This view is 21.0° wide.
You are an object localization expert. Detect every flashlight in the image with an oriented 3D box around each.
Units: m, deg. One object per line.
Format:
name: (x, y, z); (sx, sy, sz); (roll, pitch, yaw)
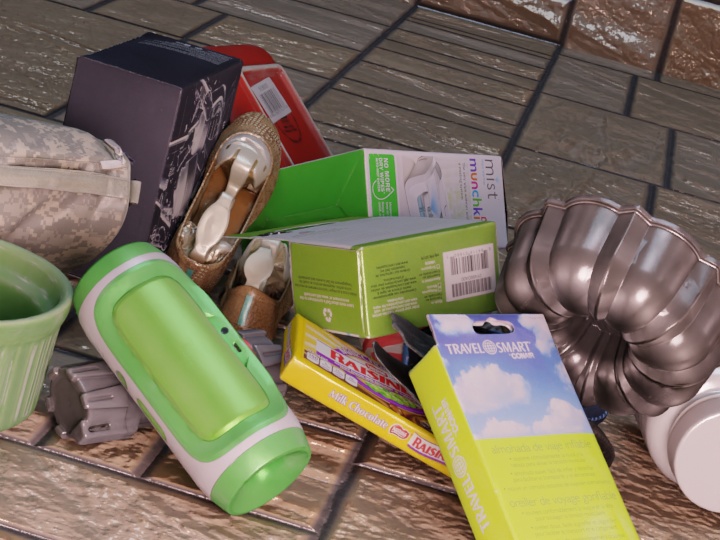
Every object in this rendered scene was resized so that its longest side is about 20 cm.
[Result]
flashlight: (-0.147, 0.085, 1.473); (0.199, 0.068, 0.068); (-4, 9, -44)

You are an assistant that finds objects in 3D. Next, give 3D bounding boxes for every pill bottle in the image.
pill bottle: (0.291, 0.121, 1.630); (0.114, 0.115, 0.200); (13, 17, -5)

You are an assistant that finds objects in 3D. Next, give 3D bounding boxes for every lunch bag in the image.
lunch bag: (-0.303, -0.062, 1.591); (0.199, 0.140, 0.167); (5, -10, -39)

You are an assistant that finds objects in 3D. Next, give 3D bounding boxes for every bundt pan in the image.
bundt pan: (0.192, 0.039, 1.517); (0.201, 0.202, 0.076); (20, 53, 19)

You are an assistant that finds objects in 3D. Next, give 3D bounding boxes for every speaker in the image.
speaker: (-0.122, 0.075, 1.383); (0.088, 0.089, 0.200); (-9, 53, -52)

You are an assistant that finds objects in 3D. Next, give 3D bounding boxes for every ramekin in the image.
ramekin: (-0.316, 0.043, 1.414); (0.199, 0.098, 0.200); (13, 17, -4)

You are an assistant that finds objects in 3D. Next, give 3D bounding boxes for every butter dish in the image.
butter dish: (-0.132, -0.123, 2.033); (0.200, 0.147, 0.200); (61, 20, 2)

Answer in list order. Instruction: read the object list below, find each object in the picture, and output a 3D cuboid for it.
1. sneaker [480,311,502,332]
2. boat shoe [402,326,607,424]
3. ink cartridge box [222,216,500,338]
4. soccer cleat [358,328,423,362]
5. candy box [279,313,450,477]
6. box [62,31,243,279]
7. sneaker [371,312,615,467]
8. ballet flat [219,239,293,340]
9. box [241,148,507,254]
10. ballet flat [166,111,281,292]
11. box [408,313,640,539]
sneaker: (0.092, 0.048, 1.811); (0.200, 0.073, 0.114); (19, -3, 34)
boat shoe: (0.132, 0.093, 1.618); (0.199, 0.069, 0.085); (12, 54, -29)
ink cartridge box: (0.000, 0.000, 1.628); (0.147, 0.076, 0.200); (-11, 10, -36)
soccer cleat: (0.091, 0.090, 1.679); (0.199, 0.068, 0.073); (15, 44, -26)
candy box: (0.028, 0.107, 1.517); (0.199, 0.026, 0.102); (31, 13, -10)
box: (-0.202, -0.102, 1.788); (0.104, 0.201, 0.182); (18, 18, 10)
sneaker: (0.107, 0.102, 1.527); (0.199, 0.060, 0.104); (18, 27, -33)
ballet flat: (-0.092, 0.010, 1.740); (0.067, 0.073, 0.200); (14, 17, 2)
box: (0.010, -0.057, 1.860); (0.176, 0.097, 0.200); (1, -7, -40)
ballet flat: (-0.118, -0.068, 1.783); (0.070, 0.201, 0.065); (23, -24, -6)
box: (0.116, 0.127, 1.418); (0.122, 0.048, 0.201); (1, 55, -37)
